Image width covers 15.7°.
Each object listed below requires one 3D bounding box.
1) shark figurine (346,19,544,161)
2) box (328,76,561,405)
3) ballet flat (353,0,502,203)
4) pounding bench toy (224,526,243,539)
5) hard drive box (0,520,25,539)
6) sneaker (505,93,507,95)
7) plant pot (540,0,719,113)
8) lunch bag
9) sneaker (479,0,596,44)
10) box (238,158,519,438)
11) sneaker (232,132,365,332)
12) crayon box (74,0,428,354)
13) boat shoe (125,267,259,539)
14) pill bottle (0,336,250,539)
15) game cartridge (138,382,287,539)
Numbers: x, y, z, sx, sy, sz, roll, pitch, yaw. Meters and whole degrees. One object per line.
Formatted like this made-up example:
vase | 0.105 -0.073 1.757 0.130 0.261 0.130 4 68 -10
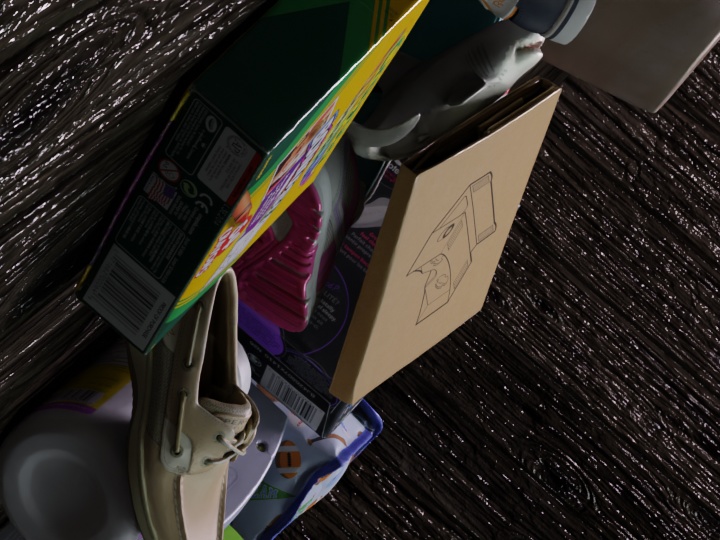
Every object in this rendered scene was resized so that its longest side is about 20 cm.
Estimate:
shark figurine | 0.023 -0.114 1.661 0.214 0.090 0.128 -31 165 -46
box | 0.055 -0.019 1.725 0.163 0.021 0.200 -34 151 -45
ballet flat | 0.025 -0.129 1.751 0.200 0.069 0.069 -54 175 15
pounding bench toy | -0.148 0.248 2.046 0.124 0.156 0.200 126 -28 -47
hard drive box | -0.297 0.288 1.969 0.156 0.077 0.200 -45 174 -43
sneaker | 0.072 -0.146 1.921 0.108 0.067 0.201 -34 175 -27
plant pot | 0.187 -0.214 1.909 0.200 0.173 0.200 -49 177 -3
lunch bag | -0.078 0.102 1.983 0.124 0.170 0.200 -46 176 12
sneaker | 0.104 -0.223 1.678 0.200 0.079 0.079 -93 -152 -58
box | 0.000 0.000 1.868 0.200 0.122 0.106 -47 174 -23
sneaker | -0.038 -0.033 1.709 0.088 0.081 0.200 -50 172 -32
crayon box | -0.055 -0.070 1.386 0.173 0.058 0.200 -46 175 -39
boat shoe | -0.098 0.091 1.580 0.072 0.065 0.201 -21 111 -63
pill bottle | -0.145 0.102 1.683 0.104 0.104 0.200 -52 175 32
game cartridge | -0.139 0.129 1.803 0.200 0.133 0.041 -45 173 -47
